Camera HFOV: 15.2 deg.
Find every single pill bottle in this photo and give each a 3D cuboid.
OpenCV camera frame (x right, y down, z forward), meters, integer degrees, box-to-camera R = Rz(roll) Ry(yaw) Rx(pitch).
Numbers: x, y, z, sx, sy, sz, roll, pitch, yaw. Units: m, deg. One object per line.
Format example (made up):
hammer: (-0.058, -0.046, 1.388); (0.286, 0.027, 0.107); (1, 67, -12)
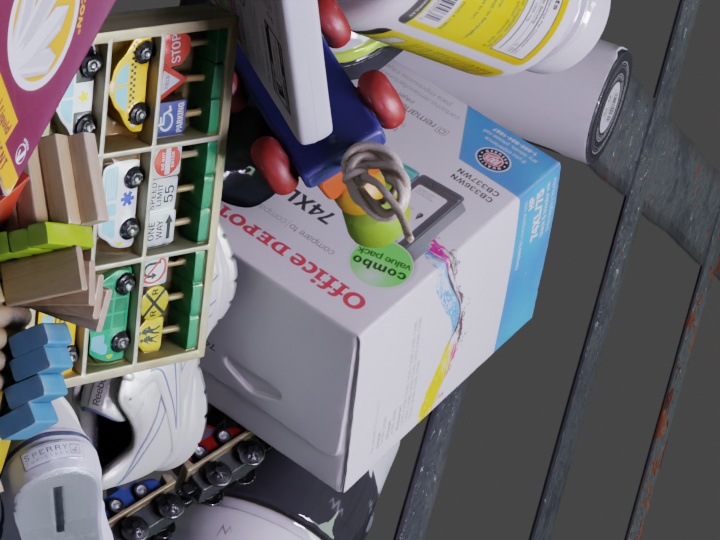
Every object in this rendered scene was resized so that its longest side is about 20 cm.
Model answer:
pill bottle: (0.058, -0.177, 1.577); (0.200, 0.112, 0.113); (14, 91, -50)

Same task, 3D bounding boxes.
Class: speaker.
speaker: (0.073, -0.140, 1.768); (0.081, 0.199, 0.082); (20, 90, -75)

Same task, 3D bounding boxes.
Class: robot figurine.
robot figurine: (-0.051, 0.136, 1.748); (0.201, 0.150, 0.125); (-67, -172, -27)

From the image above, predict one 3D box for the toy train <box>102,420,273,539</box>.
toy train: (-0.092, 0.116, 1.645); (0.200, 0.046, 0.034); (-32, 160, -33)

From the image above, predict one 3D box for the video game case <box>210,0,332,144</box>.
video game case: (-0.066, -0.193, 1.388); (0.023, 0.183, 0.201); (-22, 141, -13)

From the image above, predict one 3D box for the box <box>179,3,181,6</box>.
box: (-0.071, -0.113, 1.628); (0.200, 0.032, 0.122); (64, 44, -63)

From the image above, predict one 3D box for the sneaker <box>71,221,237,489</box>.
sneaker: (-0.123, 0.039, 1.532); (0.087, 0.074, 0.201); (-36, 137, -55)

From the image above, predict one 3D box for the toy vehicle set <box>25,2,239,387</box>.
toy vehicle set: (-0.129, -0.038, 1.428); (0.124, 0.026, 0.201); (-13, 120, -39)

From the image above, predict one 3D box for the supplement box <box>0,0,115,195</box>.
supplement box: (-0.165, -0.150, 1.220); (0.111, 0.085, 0.201); (78, 32, -55)

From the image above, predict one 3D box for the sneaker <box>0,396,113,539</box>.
sneaker: (-0.170, 0.126, 1.457); (0.200, 0.073, 0.071); (107, -30, -54)

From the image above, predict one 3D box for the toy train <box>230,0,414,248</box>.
toy train: (-0.003, -0.050, 1.464); (0.084, 0.200, 0.116); (-32, 142, -1)

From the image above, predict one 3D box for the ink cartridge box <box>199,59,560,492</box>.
ink cartridge box: (0.000, 0.000, 1.648); (0.200, 0.146, 0.146); (-41, 153, -35)

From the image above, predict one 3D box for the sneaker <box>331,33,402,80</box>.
sneaker: (0.029, -0.199, 1.664); (0.200, 0.071, 0.083); (-48, 137, -32)

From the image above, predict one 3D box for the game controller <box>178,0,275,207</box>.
game controller: (-0.065, -0.140, 1.551); (0.104, 0.042, 0.201); (27, 72, -56)

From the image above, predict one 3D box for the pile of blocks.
pile of blocks: (-0.178, 0.026, 1.333); (0.062, 0.082, 0.201); (3, 101, -66)
